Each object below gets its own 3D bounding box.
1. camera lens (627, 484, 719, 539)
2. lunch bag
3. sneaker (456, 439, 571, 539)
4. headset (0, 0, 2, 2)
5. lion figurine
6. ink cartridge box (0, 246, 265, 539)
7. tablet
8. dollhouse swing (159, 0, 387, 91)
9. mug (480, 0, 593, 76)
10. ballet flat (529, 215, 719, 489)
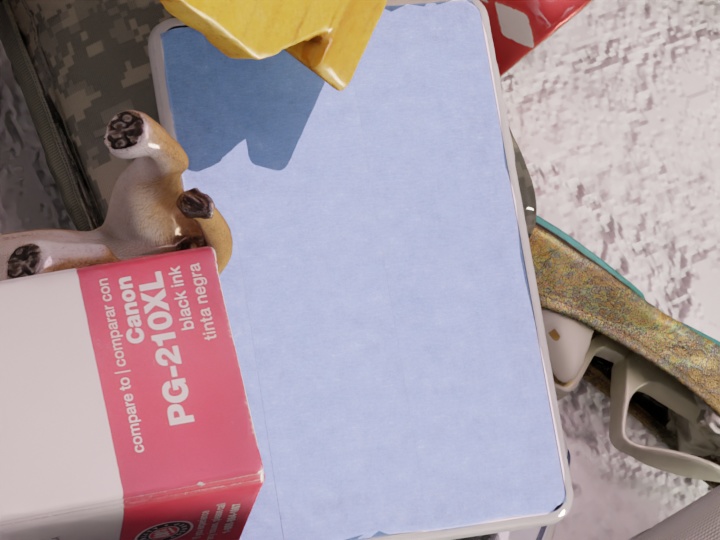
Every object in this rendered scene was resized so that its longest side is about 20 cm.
[{"bbox_3d":[0.193,0.144,1.003,0.160,0.200,0.160,23,49,-29],"label":"camera lens"},{"bbox_3d":[-0.049,-0.054,1.019,0.167,0.139,0.201,-13,73,-31],"label":"lunch bag"},{"bbox_3d":[0.049,0.153,1.012,0.071,0.073,0.201,34,60,-22],"label":"sneaker"},{"bbox_3d":[-0.204,-0.157,0.971,0.200,0.094,0.123,32,-2,35],"label":"headset"},{"bbox_3d":[-0.111,0.003,0.898,0.122,0.199,0.073,37,57,-56],"label":"lion figurine"},{"bbox_3d":[-0.143,0.069,0.847,0.199,0.145,0.085,-9,71,-13],"label":"ink cartridge box"},{"bbox_3d":[0.000,0.000,0.936,0.130,0.014,0.201,-7,79,-15],"label":"tablet"},{"bbox_3d":[-0.094,-0.184,0.910,0.200,0.175,0.182,36,71,-39],"label":"dollhouse swing"},{"bbox_3d":[0.024,-0.182,1.117,0.133,0.177,0.200,-39,92,-26],"label":"mug"},{"bbox_3d":[0.109,0.039,1.111,0.200,0.071,0.071,31,52,-13],"label":"ballet flat"}]
